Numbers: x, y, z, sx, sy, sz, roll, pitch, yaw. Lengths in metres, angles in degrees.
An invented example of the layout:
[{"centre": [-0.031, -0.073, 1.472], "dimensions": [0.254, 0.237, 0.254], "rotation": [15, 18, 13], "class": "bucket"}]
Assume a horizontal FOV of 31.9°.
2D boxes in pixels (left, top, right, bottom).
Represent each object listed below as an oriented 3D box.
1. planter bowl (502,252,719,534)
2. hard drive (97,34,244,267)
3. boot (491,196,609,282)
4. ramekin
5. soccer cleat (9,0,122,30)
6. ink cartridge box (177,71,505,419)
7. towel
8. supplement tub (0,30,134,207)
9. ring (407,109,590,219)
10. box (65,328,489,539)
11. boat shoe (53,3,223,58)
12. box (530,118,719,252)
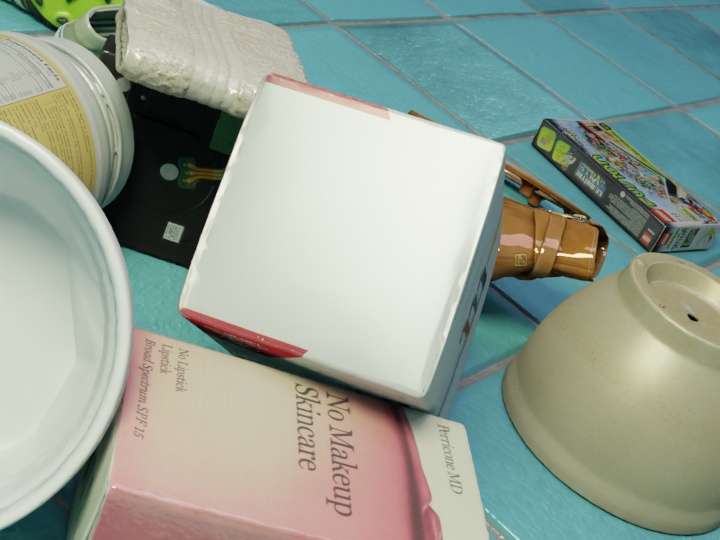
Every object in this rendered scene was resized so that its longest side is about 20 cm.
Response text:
[{"centre": [0.221, 0.074, 0.934], "dimensions": [0.198, 0.136, 0.201], "rotation": [19, 29, -11], "class": "planter bowl"}, {"centre": [-0.105, -0.068, 0.893], "dimensions": [0.198, 0.141, 0.038], "rotation": [19, 29, -12], "class": "hard drive"}, {"centre": [0.128, -0.040, 1.035], "dimensions": [0.153, 0.078, 0.200], "rotation": [6, 14, 13], "class": "boot"}, {"centre": [-0.208, 0.025, 0.606], "dimensions": [0.198, 0.202, 0.105], "rotation": [21, -4, -8], "class": "ramekin"}, {"centre": [-0.301, -0.270, 1.146], "dimensions": [0.198, 0.068, 0.081], "rotation": [22, 16, -8], "class": "soccer cleat"}, {"centre": [0.000, 0.000, 0.754], "dimensions": [0.144, 0.146, 0.200], "rotation": [17, -11, 9], "class": "ink cartridge box"}, {"centre": [-0.099, -0.149, 0.847], "dimensions": [0.131, 0.035, 0.200], "rotation": [16, 21, -19], "class": "towel"}, {"centre": [-0.245, -0.067, 0.773], "dimensions": [0.145, 0.146, 0.200], "rotation": [33, 29, 12], "class": "supplement tub"}, {"centre": [0.128, -0.094, 1.189], "dimensions": [0.199, 0.019, 0.200], "rotation": [31, 6, -4], "class": "ring"}, {"centre": [-0.045, 0.131, 0.651], "dimensions": [0.198, 0.110, 0.128], "rotation": [17, 29, -15], "class": "box"}, {"centre": [-0.179, -0.207, 1.119], "dimensions": [0.199, 0.062, 0.073], "rotation": [-22, 90, -46], "class": "boat shoe"}, {"centre": [0.287, -0.094, 1.363], "dimensions": [0.109, 0.035, 0.200], "rotation": [-4, 41, -42], "class": "box"}]
